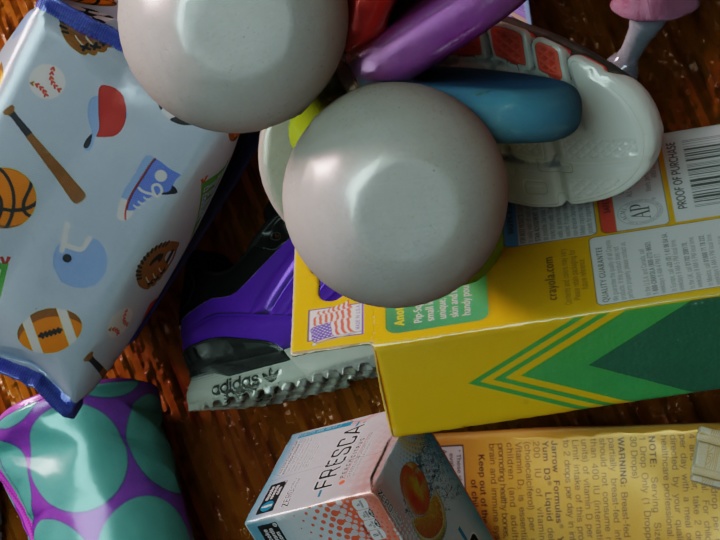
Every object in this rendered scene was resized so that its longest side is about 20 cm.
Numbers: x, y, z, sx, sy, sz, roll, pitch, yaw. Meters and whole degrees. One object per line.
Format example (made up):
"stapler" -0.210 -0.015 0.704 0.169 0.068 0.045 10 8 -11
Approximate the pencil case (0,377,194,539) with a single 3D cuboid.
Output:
"pencil case" -0.119 0.154 1.202 0.092 0.085 0.200 -12 81 -6

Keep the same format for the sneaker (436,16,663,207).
"sneaker" 0.054 -0.084 1.082 0.200 0.082 0.077 17 119 38

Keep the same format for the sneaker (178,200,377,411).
"sneaker" 0.000 0.000 1.164 0.200 0.070 0.100 -14 80 23

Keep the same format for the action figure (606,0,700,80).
"action figure" 0.158 -0.147 1.047 0.200 0.149 0.134 9 64 -3

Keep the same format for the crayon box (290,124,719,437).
"crayon box" 0.074 0.004 1.052 0.200 0.126 0.052 -8 123 6

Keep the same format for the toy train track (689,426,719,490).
"toy train track" 0.199 0.049 1.060 0.033 0.115 0.200 -14 61 58

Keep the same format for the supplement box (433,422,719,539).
"supplement box" 0.088 0.101 1.121 0.200 0.067 0.069 -6 85 25

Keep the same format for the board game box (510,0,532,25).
"board game box" -0.003 -0.166 1.121 0.158 0.039 0.200 21 135 40

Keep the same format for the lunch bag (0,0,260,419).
"lunch bag" -0.123 -0.047 1.162 0.124 0.200 0.170 30 101 -8

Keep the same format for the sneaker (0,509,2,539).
"sneaker" -0.247 0.165 1.260 0.074 0.087 0.200 32 101 21

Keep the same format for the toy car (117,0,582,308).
"toy car" 0.003 -0.090 0.970 0.150 0.175 0.200 -42 101 2

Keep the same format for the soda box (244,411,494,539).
"soda box" 0.033 0.158 1.090 0.068 0.064 0.200 -16 116 29
